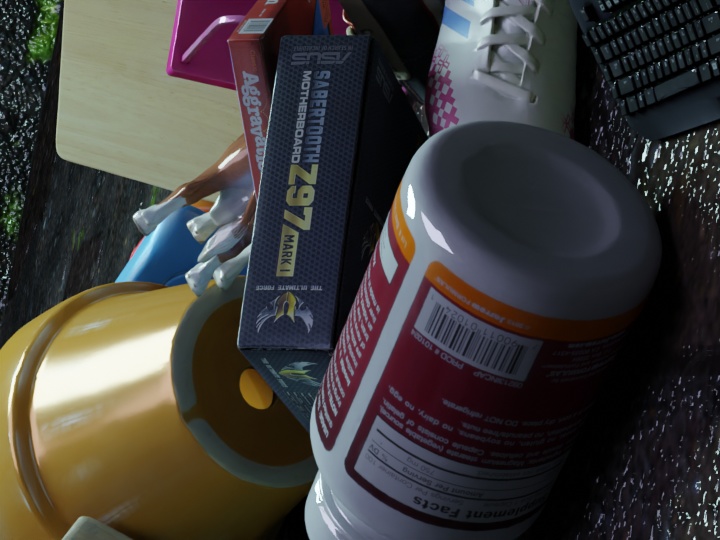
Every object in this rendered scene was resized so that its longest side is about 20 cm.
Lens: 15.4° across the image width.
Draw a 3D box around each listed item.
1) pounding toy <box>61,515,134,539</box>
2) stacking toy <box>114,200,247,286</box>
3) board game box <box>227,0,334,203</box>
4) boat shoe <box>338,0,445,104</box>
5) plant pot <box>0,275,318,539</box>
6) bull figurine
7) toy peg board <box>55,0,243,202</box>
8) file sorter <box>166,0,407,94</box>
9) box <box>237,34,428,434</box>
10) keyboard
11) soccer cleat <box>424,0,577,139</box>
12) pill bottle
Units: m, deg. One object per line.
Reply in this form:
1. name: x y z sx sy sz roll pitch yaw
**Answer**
1. pounding toy: -0.115 0.265 1.482 0.142 0.199 0.185 -54 -11 -50
2. stacking toy: -0.094 -0.029 1.802 0.116 0.109 0.201 -54 14 31
3. board game box: -0.026 -0.043 1.315 0.103 0.019 0.201 -60 -34 -56
4. boat shoe: 0.020 -0.134 1.335 0.200 0.062 0.072 61 -149 -66
5. plant pot: -0.101 0.088 1.558 0.183 0.199 0.202 -30 48 52
6. bull figurine: -0.043 -0.040 1.451 0.065 0.121 0.200 57 -171 11
7. toy peg board: -0.084 -0.156 1.718 0.098 0.199 0.201 -27 -52 -55
8. file sorter: -0.016 -0.207 1.522 0.125 0.138 0.202 152 129 -71
9. box: 0.000 0.000 1.282 0.200 0.051 0.159 56 -141 -62
10. keyboard: 0.120 -0.120 1.032 0.128 0.020 0.200 69 164 0
11. soccer cleat: 0.069 -0.118 1.240 0.087 0.069 0.201 104 170 -50
12. pill bottle: 0.044 0.045 1.131 0.113 0.112 0.201 -95 21 -49
